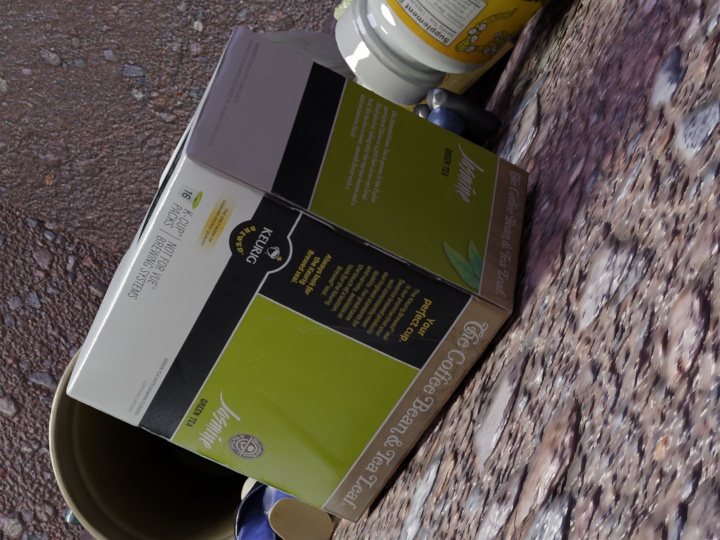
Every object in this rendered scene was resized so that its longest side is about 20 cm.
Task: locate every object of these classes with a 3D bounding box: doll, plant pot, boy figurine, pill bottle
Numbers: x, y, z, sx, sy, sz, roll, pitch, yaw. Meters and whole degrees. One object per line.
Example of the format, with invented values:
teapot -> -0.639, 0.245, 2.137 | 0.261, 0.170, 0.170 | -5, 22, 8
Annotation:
doll -> -0.064, 0.176, 1.096 | 0.138, 0.048, 0.200 | -63, 9, 1
plant pot -> -0.135, 0.126, 1.293 | 0.202, 0.198, 0.173 | -63, -7, 6
boy figurine -> 0.030, -0.023, 1.053 | 0.124, 0.064, 0.202 | 136, 157, -71
pill bottle -> 0.072, -0.205, 1.049 | 0.200, 0.112, 0.113 | -44, 19, 36

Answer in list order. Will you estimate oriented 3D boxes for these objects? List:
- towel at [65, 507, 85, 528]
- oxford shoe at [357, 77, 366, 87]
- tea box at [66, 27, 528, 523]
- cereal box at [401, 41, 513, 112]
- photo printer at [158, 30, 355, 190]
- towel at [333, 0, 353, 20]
towel -> -0.191, 0.140, 1.405 | 0.202, 0.021, 0.147 | -68, -24, -8
oxford shoe -> 0.026, -0.191, 1.389 | 0.057, 0.074, 0.203 | 12, 101, 53
tea box -> -0.035, 0.007, 0.905 | 0.201, 0.195, 0.134 | -56, 12, 38
cereal box -> 0.041, -0.139, 1.261 | 0.144, 0.040, 0.200 | -43, 7, -2
photo printer -> -0.100, -0.126, 1.468 | 0.201, 0.069, 0.166 | -58, -18, 24
towel -> 0.076, -0.267, 1.284 | 0.201, 0.147, 0.037 | -56, 48, 44
